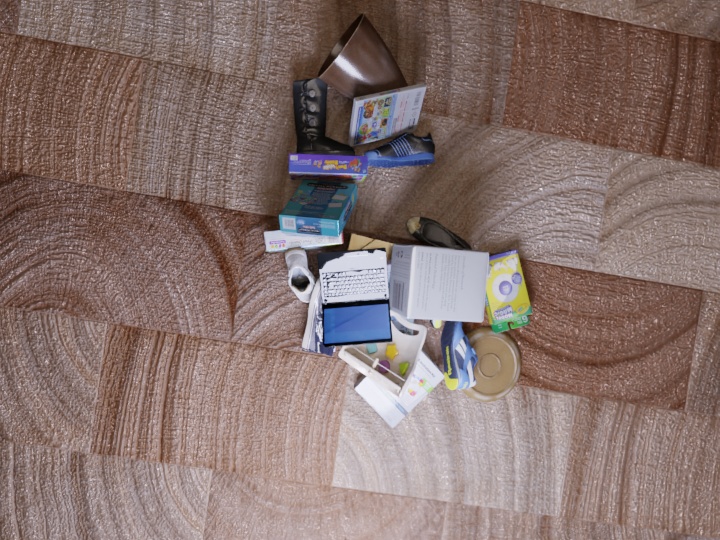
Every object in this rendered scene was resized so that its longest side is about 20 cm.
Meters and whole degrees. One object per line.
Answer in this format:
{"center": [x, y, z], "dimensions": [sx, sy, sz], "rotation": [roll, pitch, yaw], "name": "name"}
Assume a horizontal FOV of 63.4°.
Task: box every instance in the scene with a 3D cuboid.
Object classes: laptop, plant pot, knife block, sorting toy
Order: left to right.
{"center": [-0.014, 0.064, 1.406], "dimensions": [0.170, 0.104, 0.207], "rotation": [-4, 108, 1], "name": "laptop"}
{"center": [0.000, 0.000, 1.535], "dimensions": [0.193, 0.064, 0.182], "rotation": [12, 91, -5], "name": "knife block"}
{"center": [0.020, -0.501, 1.481], "dimensions": [0.198, 0.187, 0.189], "rotation": [37, 89, -21], "name": "plant pot"}
{"center": [0.077, 0.195, 1.461], "dimensions": [0.197, 0.107, 0.183], "rotation": [28, 81, 26], "name": "sorting toy"}
{"center": [0.349, 0.258, 1.587], "dimensions": [0.192, 0.027, 0.208], "rotation": [0, 91, -5], "name": "plant pot"}

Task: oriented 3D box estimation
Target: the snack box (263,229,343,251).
{"center": [-0.143, -0.081, 1.481], "dimensions": [0.192, 0.142, 0.055], "rotation": [-6, 90, -5], "name": "snack box"}

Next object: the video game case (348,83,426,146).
{"center": [0.066, -0.393, 1.475], "dimensions": [0.194, 0.145, 0.018], "rotation": [-18, 59, -20], "name": "video game case"}

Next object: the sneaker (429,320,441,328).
{"center": [0.226, 0.055, 1.541], "dimensions": [0.087, 0.078, 0.208], "rotation": [6, 98, -7], "name": "sneaker"}

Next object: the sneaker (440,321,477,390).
{"center": [0.263, 0.216, 1.541], "dimensions": [0.080, 0.074, 0.207], "rotation": [9, 66, -19], "name": "sneaker"}

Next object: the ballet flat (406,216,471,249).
{"center": [0.214, -0.090, 1.552], "dimensions": [0.195, 0.057, 0.068], "rotation": [25, 89, -5], "name": "ballet flat"}

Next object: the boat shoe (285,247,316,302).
{"center": [-0.151, 0.031, 1.463], "dimensions": [0.068, 0.202, 0.071], "rotation": [-11, 53, 2], "name": "boat shoe"}

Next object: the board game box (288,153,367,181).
{"center": [-0.083, -0.261, 1.486], "dimensions": [0.192, 0.134, 0.047], "rotation": [1, 91, -4], "name": "board game box"}

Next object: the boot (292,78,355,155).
{"center": [-0.095, -0.394, 1.522], "dimensions": [0.158, 0.066, 0.208], "rotation": [-2, 87, -6], "name": "boot"}

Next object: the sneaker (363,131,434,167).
{"center": [0.100, -0.321, 1.537], "dimensions": [0.192, 0.070, 0.081], "rotation": [-3, 82, -7], "name": "sneaker"}

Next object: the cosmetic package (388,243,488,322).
{"center": [0.184, 0.028, 1.412], "dimensions": [0.193, 0.164, 0.172], "rotation": [4, 93, -15], "name": "cosmetic package"}

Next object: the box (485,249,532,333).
{"center": [0.387, 0.058, 1.569], "dimensions": [0.113, 0.048, 0.207], "rotation": [-14, 90, -4], "name": "box"}

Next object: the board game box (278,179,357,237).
{"center": [-0.100, -0.157, 1.443], "dimensions": [0.145, 0.202, 0.048], "rotation": [6, 124, 11], "name": "board game box"}

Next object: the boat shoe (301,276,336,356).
{"center": [-0.088, 0.123, 1.508], "dimensions": [0.090, 0.075, 0.207], "rotation": [15, 110, 8], "name": "boat shoe"}

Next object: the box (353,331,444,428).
{"center": [0.102, 0.290, 1.540], "dimensions": [0.200, 0.041, 0.156], "rotation": [-44, 101, 5], "name": "box"}

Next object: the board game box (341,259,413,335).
{"center": [0.047, 0.076, 1.509], "dimensions": [0.193, 0.043, 0.206], "rotation": [-2, 109, -14], "name": "board game box"}
